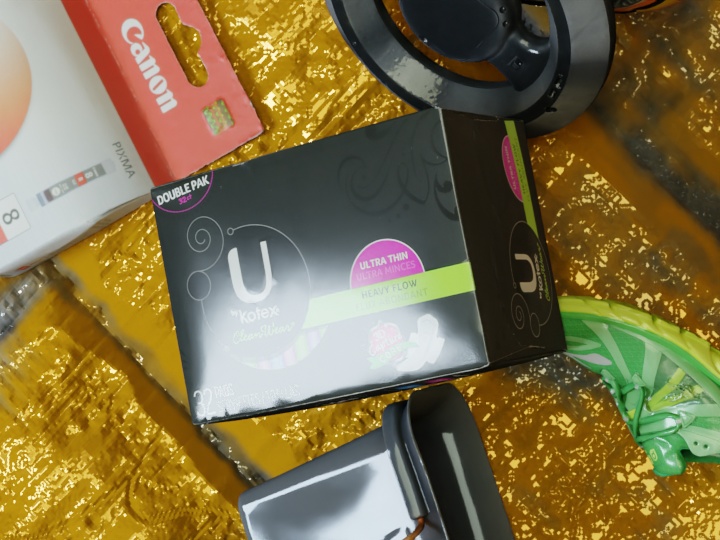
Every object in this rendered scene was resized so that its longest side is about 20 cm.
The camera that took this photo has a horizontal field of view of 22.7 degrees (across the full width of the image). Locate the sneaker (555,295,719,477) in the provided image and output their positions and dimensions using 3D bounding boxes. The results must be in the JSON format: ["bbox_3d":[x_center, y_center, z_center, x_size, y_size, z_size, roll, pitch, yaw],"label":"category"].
[{"bbox_3d":[0.184,0.078,1.075,0.199,0.074,0.084,30,89,10],"label":"sneaker"}]

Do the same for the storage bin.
[{"bbox_3d":[0.015,0.188,1.076,0.134,0.145,0.201,-22,83,18],"label":"storage bin"}]

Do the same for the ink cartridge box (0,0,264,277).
[{"bbox_3d":[-0.186,-0.110,1.164,0.199,0.050,0.163,-29,83,11],"label":"ink cartridge box"}]

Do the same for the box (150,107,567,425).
[{"bbox_3d":[0.000,0.000,1.062,0.199,0.124,0.150,-14,85,28],"label":"box"}]

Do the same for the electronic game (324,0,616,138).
[{"bbox_3d":[0.060,-0.161,1.066,0.199,0.201,0.042,31,54,10],"label":"electronic game"}]

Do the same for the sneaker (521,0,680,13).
[{"bbox_3d":[0.117,-0.193,1.107,0.199,0.090,0.071,18,100,37],"label":"sneaker"}]
